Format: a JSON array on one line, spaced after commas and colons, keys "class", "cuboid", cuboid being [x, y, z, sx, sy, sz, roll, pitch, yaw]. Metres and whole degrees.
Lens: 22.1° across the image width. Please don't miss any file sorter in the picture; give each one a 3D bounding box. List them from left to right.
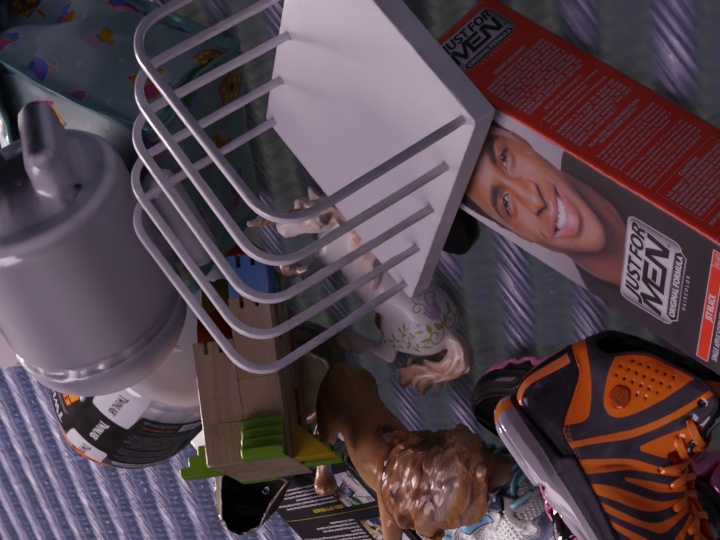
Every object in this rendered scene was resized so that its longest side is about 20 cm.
[{"class": "file sorter", "cuboid": [-0.038, -0.054, 0.942, 0.139, 0.124, 0.200, 52, 159, 16]}]

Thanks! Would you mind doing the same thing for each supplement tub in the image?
[{"class": "supplement tub", "cuboid": [-0.157, 0.073, 1.350, 0.123, 0.123, 0.200, 46, 150, 1]}]

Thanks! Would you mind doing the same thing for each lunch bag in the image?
[{"class": "lunch bag", "cuboid": [-0.177, -0.096, 1.196, 0.200, 0.122, 0.171, 23, 145, 19]}]

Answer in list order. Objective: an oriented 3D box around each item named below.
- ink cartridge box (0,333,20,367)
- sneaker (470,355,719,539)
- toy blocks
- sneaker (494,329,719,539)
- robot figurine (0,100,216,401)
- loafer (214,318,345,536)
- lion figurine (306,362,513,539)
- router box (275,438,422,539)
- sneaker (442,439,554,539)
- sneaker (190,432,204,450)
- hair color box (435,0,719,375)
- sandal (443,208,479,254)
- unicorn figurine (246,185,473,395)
[{"class": "ink cartridge box", "cuboid": [-0.278, -0.035, 1.384, 0.145, 0.084, 0.201, 140, 122, -69]}, {"class": "sneaker", "cuboid": [0.133, 0.123, 1.092, 0.200, 0.095, 0.079, 28, 152, 36]}, {"class": "toy blocks", "cuboid": [-0.070, 0.060, 1.177, 0.200, 0.100, 0.137, 69, -166, -79]}, {"class": "sneaker", "cuboid": [0.170, 0.118, 0.982, 0.200, 0.112, 0.078, 51, -166, 7]}, {"class": "robot figurine", "cuboid": [-0.174, -0.004, 1.106, 0.113, 0.169, 0.200, -104, -6, -50]}, {"class": "loafer", "cuboid": [-0.061, 0.120, 1.345, 0.075, 0.070, 0.200, 14, 128, -6]}, {"class": "lion figurine", "cuboid": [0.013, 0.114, 1.209, 0.200, 0.072, 0.123, 37, 142, 36]}, {"class": "router box", "cuboid": [0.011, 0.194, 1.428, 0.149, 0.051, 0.200, 49, 155, -9]}, {"class": "sneaker", "cuboid": [0.088, 0.153, 1.227, 0.086, 0.078, 0.200, 53, 154, -5]}, {"class": "sneaker", "cuboid": [-0.115, 0.108, 1.470, 0.071, 0.073, 0.200, 35, 155, 2]}, {"class": "hair color box", "cuboid": [0.122, -0.042, 0.908, 0.200, 0.061, 0.102, 35, 153, 26]}, {"class": "sandal", "cuboid": [0.013, -0.079, 1.039, 0.075, 0.045, 0.200, 19, 143, 47]}, {"class": "unicorn figurine", "cuboid": [0.000, 0.000, 1.156, 0.200, 0.074, 0.137, 34, 162, -19]}]
